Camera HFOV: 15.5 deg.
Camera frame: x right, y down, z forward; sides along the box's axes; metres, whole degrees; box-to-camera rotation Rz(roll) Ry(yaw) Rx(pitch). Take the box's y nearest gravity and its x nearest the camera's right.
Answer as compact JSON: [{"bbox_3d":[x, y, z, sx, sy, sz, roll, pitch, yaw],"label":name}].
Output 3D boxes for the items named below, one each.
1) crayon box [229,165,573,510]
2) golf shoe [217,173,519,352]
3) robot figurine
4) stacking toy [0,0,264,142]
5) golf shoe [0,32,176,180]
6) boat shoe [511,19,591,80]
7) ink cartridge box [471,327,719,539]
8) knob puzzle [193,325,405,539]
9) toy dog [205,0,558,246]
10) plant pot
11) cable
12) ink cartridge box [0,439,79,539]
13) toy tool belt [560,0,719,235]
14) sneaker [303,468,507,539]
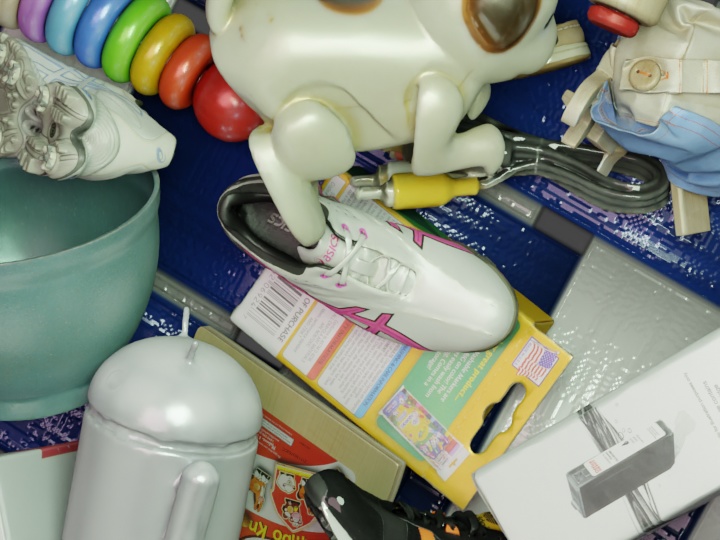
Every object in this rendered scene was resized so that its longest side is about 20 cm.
[{"bbox_3d":[0.031,0.042,1.695,0.200,0.052,0.126,39,103,16],"label":"crayon box"},{"bbox_3d":[0.000,0.000,1.631,0.199,0.092,0.073,23,98,17],"label":"golf shoe"},{"bbox_3d":[-0.126,0.128,1.690,0.112,0.170,0.201,5,107,-24],"label":"robot figurine"},{"bbox_3d":[-0.142,-0.153,1.745,0.199,0.085,0.086,31,101,10],"label":"stacking toy"},{"bbox_3d":[-0.192,-0.099,1.746,0.200,0.097,0.079,38,115,55],"label":"golf shoe"},{"bbox_3d":[0.047,-0.149,1.673,0.199,0.074,0.070,-4,94,22],"label":"boat shoe"},{"bbox_3d":[0.184,0.104,1.591,0.199,0.144,0.084,-31,81,18],"label":"ink cartridge box"},{"bbox_3d":[-0.067,0.164,1.741,0.219,0.030,0.221,5,99,33],"label":"knob puzzle"},{"bbox_3d":[0.024,-0.141,1.559,0.199,0.140,0.195,-22,114,14],"label":"toy dog"},{"bbox_3d":[-0.222,0.013,1.726,0.199,0.200,0.135,5,118,20],"label":"plant pot"},{"bbox_3d":[0.095,-0.066,1.674,0.199,0.097,0.051,8,125,1],"label":"cable"},{"bbox_3d":[-0.291,0.175,1.765,0.199,0.145,0.084,-12,89,20],"label":"ink cartridge box"},{"bbox_3d":[0.177,-0.097,1.559,0.125,0.200,0.123,24,90,39],"label":"toy tool belt"},{"bbox_3d":[0.049,0.170,1.645,0.090,0.070,0.200,-43,119,2],"label":"sneaker"}]
